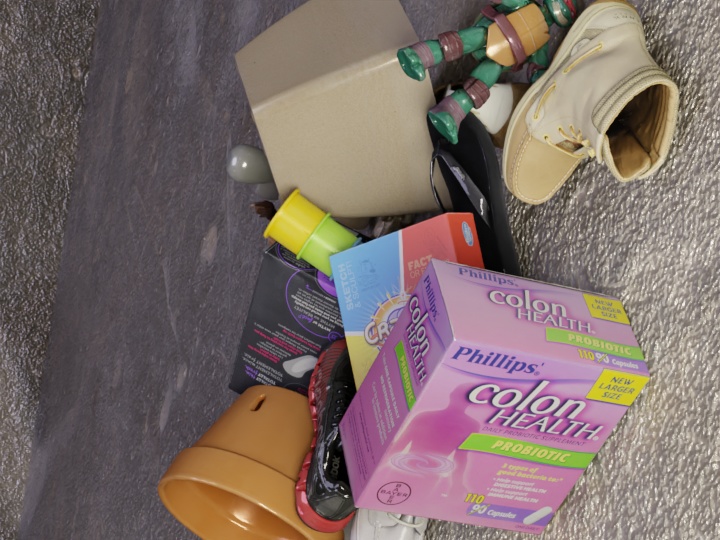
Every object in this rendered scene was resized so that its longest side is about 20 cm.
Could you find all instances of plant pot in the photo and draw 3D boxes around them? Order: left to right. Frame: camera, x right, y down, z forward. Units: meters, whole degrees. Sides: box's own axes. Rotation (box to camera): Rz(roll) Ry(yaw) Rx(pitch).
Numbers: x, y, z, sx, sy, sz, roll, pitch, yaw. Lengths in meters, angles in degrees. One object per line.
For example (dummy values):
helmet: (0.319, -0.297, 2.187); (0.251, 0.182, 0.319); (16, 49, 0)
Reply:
plant pot: (-0.091, 0.214, 1.661); (0.140, 0.200, 0.200); (-61, 13, -27)
plant pot: (-0.022, -0.166, 1.645); (0.200, 0.177, 0.200); (-110, 2, -53)

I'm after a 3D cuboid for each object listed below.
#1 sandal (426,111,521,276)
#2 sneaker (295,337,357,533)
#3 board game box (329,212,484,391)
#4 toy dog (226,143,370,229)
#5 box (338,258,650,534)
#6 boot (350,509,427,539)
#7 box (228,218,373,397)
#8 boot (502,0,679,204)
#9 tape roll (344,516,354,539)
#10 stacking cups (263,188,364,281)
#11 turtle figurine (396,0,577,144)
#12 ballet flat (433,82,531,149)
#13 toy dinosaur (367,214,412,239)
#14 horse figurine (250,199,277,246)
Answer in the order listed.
sandal: (0.101, -0.064, 1.485); (0.076, 0.043, 0.200); (-34, 70, 58)
sneaker: (-0.011, 0.152, 1.558); (0.098, 0.071, 0.200); (-41, 36, 56)
board game box: (0.056, 0.062, 1.480); (0.153, 0.040, 0.200); (-20, 78, 40)
toy dog: (-0.062, -0.123, 1.824); (0.132, 0.200, 0.096); (-50, 37, 9)
box: (0.104, 0.108, 1.301); (0.097, 0.176, 0.200); (-104, 33, -48)
boot: (0.038, 0.221, 1.547); (0.096, 0.074, 0.200); (127, 147, -55)
box: (-0.049, 0.056, 1.704); (0.106, 0.122, 0.200); (-47, -20, -50)
boot: (0.191, -0.110, 1.336); (0.200, 0.073, 0.155); (-60, 25, 28)
tape roll: (-0.052, 0.313, 1.779); (0.203, 0.037, 0.203); (-169, 90, -69)
stacking cups: (0.000, 0.000, 1.579); (0.061, 0.200, 0.061); (-54, -4, -5)
turtle figurine: (0.139, -0.211, 1.452); (0.150, 0.200, 0.101); (56, 174, -1)
ballet flat: (0.121, -0.157, 1.534); (0.200, 0.072, 0.068); (28, 100, 68)
toy dinosaur: (0.024, -0.027, 1.763); (0.101, 0.058, 0.200); (-103, 37, -76)
horse figurine: (-0.070, -0.011, 1.876); (0.200, 0.050, 0.133); (62, 170, -20)
